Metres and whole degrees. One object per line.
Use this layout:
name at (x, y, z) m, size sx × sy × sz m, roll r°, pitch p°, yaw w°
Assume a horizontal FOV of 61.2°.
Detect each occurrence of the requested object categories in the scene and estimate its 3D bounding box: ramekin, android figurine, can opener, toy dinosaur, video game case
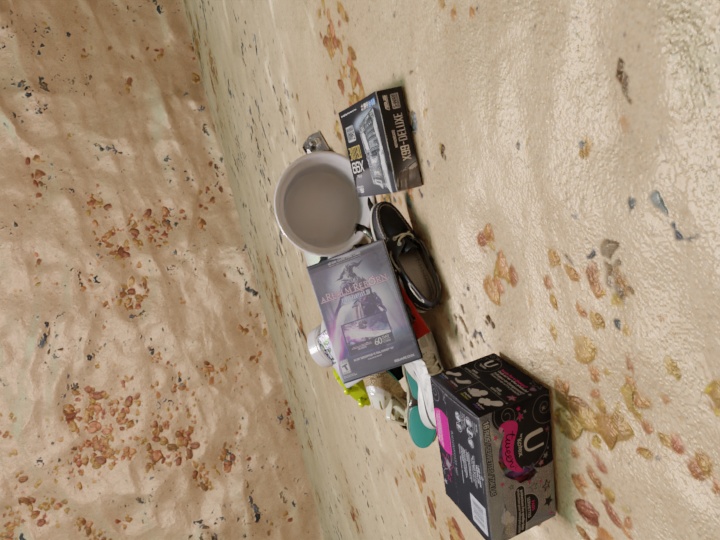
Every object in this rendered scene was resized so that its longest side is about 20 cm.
ramekin at (-0.075, -0.125, 1.216) m, size 0.098 × 0.196 × 0.205 m, roll 154°, pitch 100°, yaw -80°
android figurine at (-0.014, 0.240, 1.417) m, size 0.182 × 0.041 × 0.201 m, roll 43°, pitch -164°, yaw -19°
can opener at (-0.077, -0.237, 1.386) m, size 0.067 × 0.053 × 0.202 m, roll 43°, pitch -165°, yaw -54°
toy dinosaur at (0.038, -0.036, 1.107) m, size 0.077 × 0.100 × 0.204 m, roll 118°, pitch 148°, yaw -51°
video game case at (0.005, 0.068, 1.001) m, size 0.019 × 0.140 × 0.204 m, roll -14°, pitch -95°, yaw -78°

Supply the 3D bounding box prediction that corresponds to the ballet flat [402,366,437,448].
ballet flat at (0.117, 0.238, 1.160) m, size 0.063 × 0.066 × 0.205 m, roll -73°, pitch -21°, yaw -69°

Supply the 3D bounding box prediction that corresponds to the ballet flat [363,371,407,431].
ballet flat at (0.058, 0.251, 1.181) m, size 0.070 × 0.066 × 0.200 m, roll -9°, pitch 136°, yaw 43°

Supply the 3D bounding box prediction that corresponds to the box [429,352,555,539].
box at (0.184, 0.241, 0.835) m, size 0.132 × 0.112 × 0.205 m, roll -147°, pitch 43°, yaw -63°

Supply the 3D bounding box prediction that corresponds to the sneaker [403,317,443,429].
sneaker at (0.137, 0.177, 1.034) m, size 0.115 × 0.074 × 0.205 m, roll -6°, pitch 102°, yaw 61°

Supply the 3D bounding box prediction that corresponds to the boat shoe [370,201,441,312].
boat shoe at (0.077, -0.028, 1.014) m, size 0.060 × 0.072 × 0.204 m, roll 135°, pitch 115°, yaw -70°

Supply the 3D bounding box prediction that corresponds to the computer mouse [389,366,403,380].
computer mouse at (0.063, 0.167, 1.269) m, size 0.200 × 0.052 × 0.142 m, roll -131°, pitch 26°, yaw -79°

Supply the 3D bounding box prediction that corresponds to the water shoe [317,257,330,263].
water shoe at (-0.062, 0.020, 1.267) m, size 0.079 × 0.071 × 0.202 m, roll -42°, pitch 20°, yaw 34°

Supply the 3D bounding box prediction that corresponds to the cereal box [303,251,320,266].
cereal box at (-0.067, -0.052, 1.384) m, size 0.142 × 0.039 × 0.204 m, roll -25°, pitch 79°, yaw 36°

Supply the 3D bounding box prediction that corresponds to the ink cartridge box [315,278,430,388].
ink cartridge box at (0.017, 0.111, 1.046) m, size 0.199 × 0.050 × 0.110 m, roll -39°, pitch 82°, yaw 41°

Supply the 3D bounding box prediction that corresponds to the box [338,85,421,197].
box at (0.030, -0.212, 1.044) m, size 0.199 × 0.049 × 0.162 m, roll -166°, pitch 62°, yaw -70°

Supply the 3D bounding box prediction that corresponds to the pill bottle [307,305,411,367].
pill bottle at (-0.006, 0.113, 1.171) m, size 0.198 × 0.110 × 0.113 m, roll -30°, pitch 72°, yaw 31°
